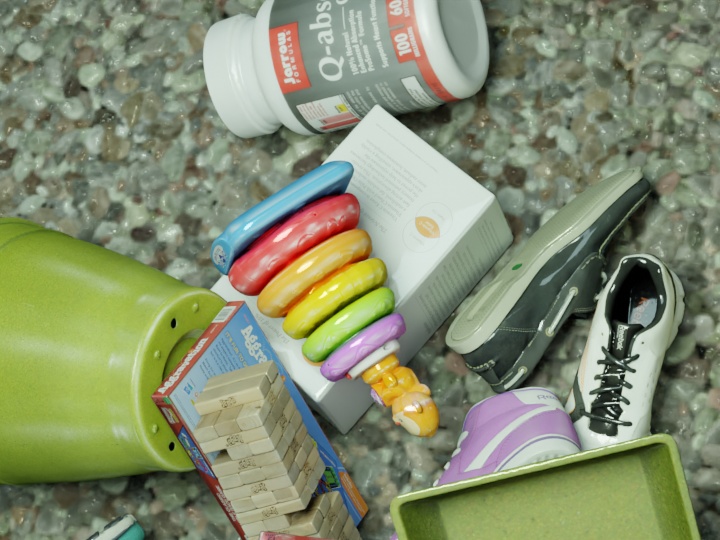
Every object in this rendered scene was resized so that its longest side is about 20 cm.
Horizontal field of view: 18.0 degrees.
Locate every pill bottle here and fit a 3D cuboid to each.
[{"bbox_3d":[-0.012,-0.168,1.738,0.199,0.116,0.116,-13,67,25],"label":"pill bottle"}]

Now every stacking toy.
[{"bbox_3d":[-0.009,0.035,1.592,0.109,0.116,0.200,-32,83,-14],"label":"stacking toy"}]

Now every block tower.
[{"bbox_3d":[-0.049,0.163,1.564,0.058,0.201,0.054,-16,24,26],"label":"block tower"}]

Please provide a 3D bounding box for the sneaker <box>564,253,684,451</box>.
[{"bbox_3d":[0.182,0.079,1.638,0.073,0.080,0.201,10,75,15],"label":"sneaker"}]

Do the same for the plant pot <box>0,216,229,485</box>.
[{"bbox_3d":[-0.191,0.070,1.637,0.192,0.200,0.201,7,71,35],"label":"plant pot"}]

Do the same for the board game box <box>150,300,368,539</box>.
[{"bbox_3d":[-0.068,0.131,1.609,0.019,0.201,0.103,-3,37,42],"label":"board game box"}]

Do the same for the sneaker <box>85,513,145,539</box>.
[{"bbox_3d":[-0.214,0.271,1.679,0.079,0.078,0.201,32,85,2],"label":"sneaker"}]

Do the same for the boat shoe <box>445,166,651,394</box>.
[{"bbox_3d":[0.150,0.004,1.689,0.068,0.072,0.200,46,77,-13],"label":"boat shoe"}]

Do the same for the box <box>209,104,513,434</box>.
[{"bbox_3d":[0.000,0.000,1.699,0.124,0.098,0.200,39,83,22],"label":"box"}]

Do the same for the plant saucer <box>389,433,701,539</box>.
[{"bbox_3d":[0.140,0.210,1.571,0.199,0.048,0.201,-14,111,8],"label":"plant saucer"}]

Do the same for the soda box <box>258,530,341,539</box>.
[{"bbox_3d":[0.025,0.228,1.518,0.199,0.070,0.064,6,116,-1],"label":"soda box"}]

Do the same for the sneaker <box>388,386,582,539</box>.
[{"bbox_3d":[0.078,0.165,1.647,0.200,0.073,0.114,-39,31,16],"label":"sneaker"}]
